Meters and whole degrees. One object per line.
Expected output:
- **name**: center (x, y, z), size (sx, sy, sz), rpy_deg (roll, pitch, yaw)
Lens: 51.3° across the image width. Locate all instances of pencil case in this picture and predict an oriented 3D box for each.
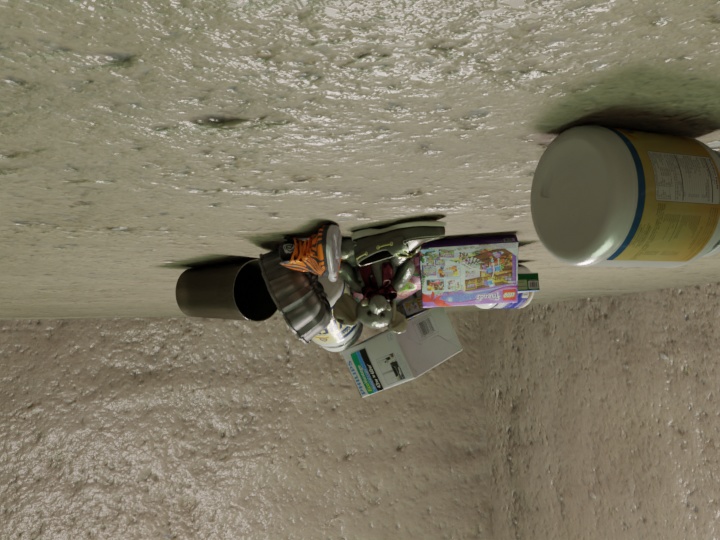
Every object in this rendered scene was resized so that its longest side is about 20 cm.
- **pencil case**: center (0.075, 0.032, 1.705), size (0.199, 0.088, 0.087), rpy_deg (-28, 161, 30)

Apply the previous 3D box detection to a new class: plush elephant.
- **plush elephant**: center (0.029, 0.041, 1.478), size (0.163, 0.157, 0.200), rpy_deg (-1, 155, -9)

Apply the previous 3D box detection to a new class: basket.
- **basket**: center (-0.308, 0.048, 1.694), size (0.198, 0.138, 0.180), rpy_deg (-3, 180, 29)

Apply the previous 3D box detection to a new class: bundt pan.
- **bundt pan**: center (-0.119, 0.040, 1.486), size (0.075, 0.204, 0.202), rpy_deg (-27, 170, 6)

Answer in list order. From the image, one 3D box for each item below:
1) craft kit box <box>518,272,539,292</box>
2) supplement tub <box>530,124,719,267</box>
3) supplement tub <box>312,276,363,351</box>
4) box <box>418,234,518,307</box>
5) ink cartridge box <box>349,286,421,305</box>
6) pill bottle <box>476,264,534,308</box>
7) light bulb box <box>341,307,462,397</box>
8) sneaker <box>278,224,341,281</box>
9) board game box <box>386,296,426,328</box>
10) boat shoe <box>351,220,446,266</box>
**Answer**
- **craft kit box**: center (0.268, 0.037, 1.698), size (0.198, 0.049, 0.197), rpy_deg (-1, 172, -20)
- **supplement tub**: center (0.301, -0.076, 0.812), size (0.198, 0.147, 0.144), rpy_deg (0, 173, -27)
- **supplement tub**: center (-0.081, 0.087, 1.761), size (0.143, 0.146, 0.201), rpy_deg (-5, 143, 19)
- **box**: center (0.219, 0.002, 1.522), size (0.197, 0.138, 0.039), rpy_deg (-3, -153, 5)
- **ink cartridge box**: center (0.075, 0.054, 1.892), size (0.198, 0.085, 0.144), rpy_deg (-13, 173, -37)
- **pill bottle**: center (0.350, 0.040, 1.971), size (0.198, 0.121, 0.119), rpy_deg (2, 172, -35)
- **light bulb box**: center (0.099, 0.194, 1.799), size (0.197, 0.126, 0.199), rpy_deg (-21, 175, -45)
- **sneaker**: center (-0.093, -0.032, 1.333), size (0.111, 0.078, 0.200), rpy_deg (11, 160, 2)
- **board game box**: center (0.144, 0.095, 1.885), size (0.133, 0.035, 0.200), rpy_deg (-18, 171, -15)
- **boat shoe**: center (0.068, -0.049, 1.318), size (0.200, 0.061, 0.072), rpy_deg (-9, 172, 40)
